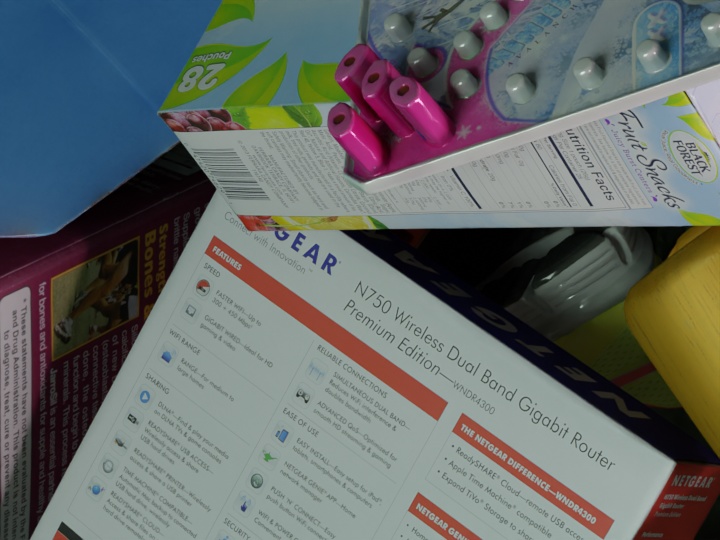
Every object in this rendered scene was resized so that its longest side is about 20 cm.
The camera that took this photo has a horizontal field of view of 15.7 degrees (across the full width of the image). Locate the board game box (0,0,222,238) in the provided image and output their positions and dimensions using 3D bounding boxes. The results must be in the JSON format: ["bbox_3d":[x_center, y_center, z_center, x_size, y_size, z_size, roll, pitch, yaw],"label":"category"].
[{"bbox_3d":[-0.102,-0.084,0.979,0.158,0.200,0.039,45,168,35],"label":"board game box"}]

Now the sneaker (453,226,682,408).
[{"bbox_3d":[0.053,0.046,0.963,0.090,0.078,0.200,43,145,-13],"label":"sneaker"}]

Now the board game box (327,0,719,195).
[{"bbox_3d":[0.083,-0.131,0.767,0.200,0.200,0.026,-18,136,26],"label":"board game box"}]

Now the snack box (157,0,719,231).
[{"bbox_3d":[0.058,-0.094,0.832,0.200,0.169,0.068,0,140,40],"label":"snack box"}]

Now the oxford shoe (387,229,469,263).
[{"bbox_3d":[0.000,0.000,0.965,0.071,0.073,0.200,49,119,23],"label":"oxford shoe"}]

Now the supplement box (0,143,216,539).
[{"bbox_3d":[-0.121,0.020,1.003,0.103,0.200,0.131,21,120,31],"label":"supplement box"}]

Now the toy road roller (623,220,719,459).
[{"bbox_3d":[0.173,-0.005,0.795,0.123,0.146,0.200,54,132,6],"label":"toy road roller"}]

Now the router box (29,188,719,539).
[{"bbox_3d":[-0.003,0.088,0.879,0.200,0.049,0.180,36,103,29],"label":"router box"}]
